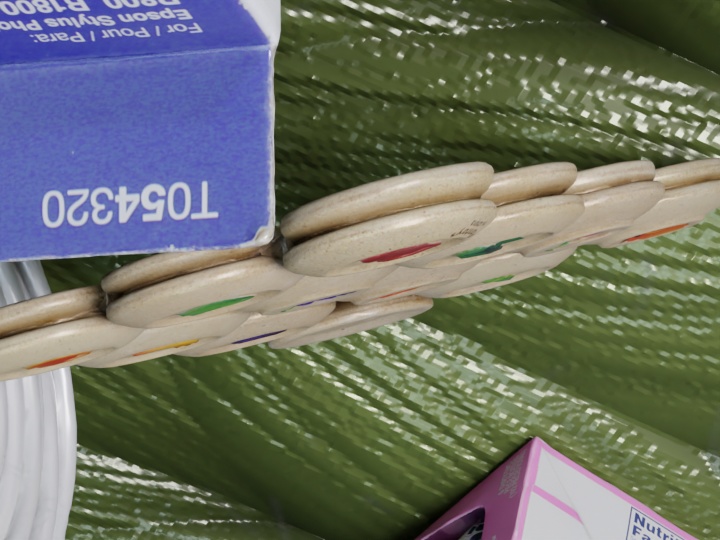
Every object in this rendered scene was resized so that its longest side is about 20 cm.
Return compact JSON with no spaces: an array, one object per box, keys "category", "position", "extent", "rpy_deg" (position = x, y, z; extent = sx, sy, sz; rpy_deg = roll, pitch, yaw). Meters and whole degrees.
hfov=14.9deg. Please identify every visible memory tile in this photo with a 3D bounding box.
[{"category":"memory tile","position":[0.000,0.000,0.703],"extent":[0.153,0.200,0.017],"rpy_deg":[-17,85,28]}]

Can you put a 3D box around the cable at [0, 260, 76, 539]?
[{"category":"cable","position":[-0.153,0.030,0.746],"extent":[0.069,0.201,0.200],"rpy_deg":[-12,152,25]}]

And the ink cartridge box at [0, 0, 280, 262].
[{"category":"ink cartridge box","position":[-0.114,-0.102,0.625],"extent":[0.195,0.201,0.043],"rpy_deg":[-4,170,19]}]

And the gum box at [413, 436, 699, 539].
[{"category":"gum box","position":[0.088,0.147,0.884],"extent":[0.200,0.066,0.113],"rpy_deg":[33,132,-16]}]
